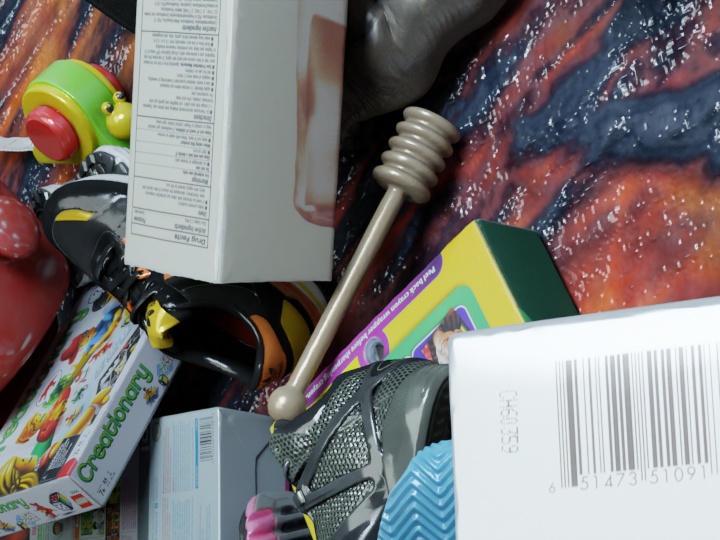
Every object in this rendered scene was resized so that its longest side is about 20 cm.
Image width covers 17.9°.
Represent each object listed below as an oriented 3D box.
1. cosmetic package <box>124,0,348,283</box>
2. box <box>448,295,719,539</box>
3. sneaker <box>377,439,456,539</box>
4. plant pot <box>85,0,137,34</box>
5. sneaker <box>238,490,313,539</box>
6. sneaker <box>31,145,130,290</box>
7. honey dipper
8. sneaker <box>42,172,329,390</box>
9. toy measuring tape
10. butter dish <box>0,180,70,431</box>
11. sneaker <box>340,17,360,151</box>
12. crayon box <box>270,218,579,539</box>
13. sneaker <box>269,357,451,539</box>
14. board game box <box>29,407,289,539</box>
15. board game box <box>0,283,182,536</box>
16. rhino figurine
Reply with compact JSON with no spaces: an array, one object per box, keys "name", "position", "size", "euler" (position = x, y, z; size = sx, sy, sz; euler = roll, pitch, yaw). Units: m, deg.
[{"name":"cosmetic package","position":[-0.070,-0.097,1.301],"size":[0.103,0.087,0.201],"euler":[12,100,50]},{"name":"box","position":[0.156,0.122,1.063],"size":[0.198,0.131,0.201],"euler":[-9,76,27]},{"name":"sneaker","position":[0.064,0.175,1.174],"size":[0.076,0.081,0.201],"euler":[-4,111,27]},{"name":"plant pot","position":[-0.129,-0.283,1.445],"size":[0.199,0.177,0.201],"euler":[-19,61,44]},{"name":"sneaker","position":[-0.035,0.226,1.343],"size":[0.095,0.079,0.200],"euler":[-53,46,41]},{"name":"sneaker","position":[-0.163,-0.039,1.536],"size":[0.200,0.079,0.074],"euler":[-23,87,59]},{"name":"honey dipper","position":[0.000,0.000,1.317],"size":[0.038,0.038,0.200],"euler":[11,71,48]},{"name":"sneaker","position":[-0.119,0.007,1.393],"size":[0.200,0.090,0.070],"euler":[26,124,13]},{"name":"toy measuring tape","position":[-0.224,-0.113,1.604],"size":[0.200,0.073,0.074],"euler":[4,86,46]},{"name":"butter dish","position":[-0.263,0.001,1.475],"size":[0.148,0.199,0.200],"euler":[-34,19,36]},{"name":"sneaker","position":[-0.022,-0.115,1.406],"size":[0.082,0.077,0.200],"euler":[41,108,8]},{"name":"crayon box","position":[0.053,0.102,1.273],"size":[0.200,0.058,0.173],"euler":[-46,53,31]},{"name":"sneaker","position":[-0.001,0.142,1.227],"size":[0.114,0.076,0.200],"euler":[8,86,48]},{"name":"board game box","position":[-0.132,0.173,1.458],"size":[0.200,0.064,0.148],"euler":[-11,73,44]},{"name":"board game box","position":[-0.171,0.077,1.464],"size":[0.126,0.035,0.200],"euler":[-20,33,44]},{"name":"rhino figurine","position":[0.015,-0.142,1.334],"size":[0.087,0.060,0.200],"euler":[41,109,-5]}]
